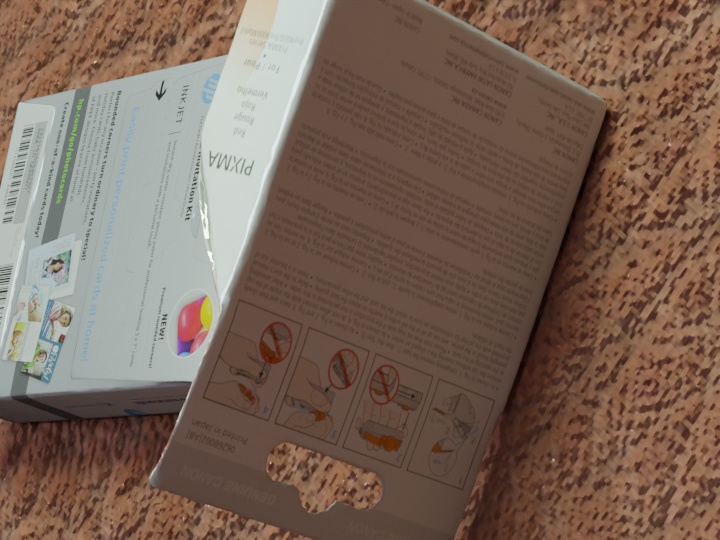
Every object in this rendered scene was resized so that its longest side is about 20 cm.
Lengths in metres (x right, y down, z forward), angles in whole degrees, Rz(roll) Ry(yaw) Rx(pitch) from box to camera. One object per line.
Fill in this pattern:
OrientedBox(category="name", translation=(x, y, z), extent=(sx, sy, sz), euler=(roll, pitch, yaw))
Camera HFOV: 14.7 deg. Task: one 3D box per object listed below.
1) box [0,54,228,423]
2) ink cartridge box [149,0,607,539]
OrientedBox(category="box", translation=(-0.102, -0.013, 1.278), extent=(0.200, 0.041, 0.156), euler=(-8, 67, 50))
OrientedBox(category="ink cartridge box", translation=(0.000, 0.000, 1.045), extent=(0.050, 0.162, 0.200), euler=(19, 87, 46))
